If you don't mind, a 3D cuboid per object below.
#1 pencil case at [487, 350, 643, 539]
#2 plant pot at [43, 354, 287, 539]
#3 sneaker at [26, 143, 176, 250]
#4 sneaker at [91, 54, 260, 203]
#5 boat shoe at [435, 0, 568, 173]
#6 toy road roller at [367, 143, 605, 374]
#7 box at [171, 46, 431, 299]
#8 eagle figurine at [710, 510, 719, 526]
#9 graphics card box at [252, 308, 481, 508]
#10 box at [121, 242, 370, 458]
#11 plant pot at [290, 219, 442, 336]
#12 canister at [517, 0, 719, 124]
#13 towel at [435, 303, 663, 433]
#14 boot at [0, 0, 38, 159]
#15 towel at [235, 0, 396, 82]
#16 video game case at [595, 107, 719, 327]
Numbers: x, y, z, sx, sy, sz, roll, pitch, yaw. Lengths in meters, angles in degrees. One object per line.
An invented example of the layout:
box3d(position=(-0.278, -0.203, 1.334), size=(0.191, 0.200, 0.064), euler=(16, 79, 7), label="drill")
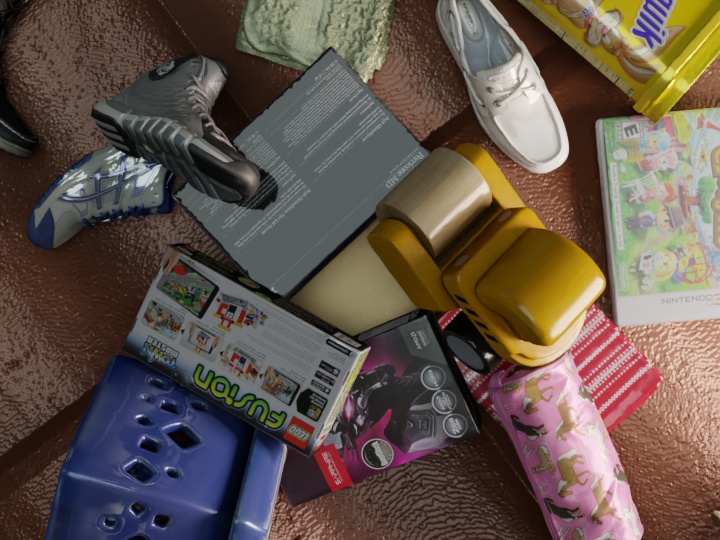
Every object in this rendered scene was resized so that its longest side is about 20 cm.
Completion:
box3d(position=(0.186, 0.171, 1.237), size=(0.083, 0.087, 0.200), euler=(-20, 95, 31), label="pencil case")
box3d(position=(-0.172, 0.220, 1.196), size=(0.180, 0.200, 0.200), euler=(16, 116, -4), label="plant pot")
box3d(position=(-0.225, -0.077, 1.286), size=(0.200, 0.075, 0.088), euler=(-41, 88, 2), label="sneaker")
box3d(position=(-0.141, -0.141, 1.200), size=(0.200, 0.075, 0.116), euler=(27, 66, 33), label="sneaker")
box3d(position=(0.131, -0.182, 1.272), size=(0.071, 0.069, 0.200), euler=(-32, 89, 0), label="boat shoe")
box3d(position=(0.119, -0.008, 1.161), size=(0.123, 0.146, 0.200), euler=(-45, 108, -19), label="toy road roller")
box3d(position=(-0.050, -0.083, 1.249), size=(0.200, 0.079, 0.141), euler=(-42, 85, 2), label="box")
box3d(position=(0.427, 0.216, 1.242), size=(0.200, 0.151, 0.152), euler=(-45, 132, -27), label="eagle figurine")
box3d(position=(-0.001, 0.128, 1.262), size=(0.200, 0.051, 0.126), euler=(-23, 97, 11), label="graphics card box")
box3d(position=(-0.104, 0.069, 1.203), size=(0.200, 0.035, 0.110), euler=(29, 102, 11), label="box")
box3d(position=(0.000, 0.000, 1.298), size=(0.200, 0.027, 0.200), euler=(0, 88, 3), label="plant pot")
box3d(position=(0.247, -0.256, 1.254), size=(0.200, 0.087, 0.149), euler=(41, 80, 4), label="canister")
box3d(position=(0.172, 0.084, 1.279), size=(0.145, 0.022, 0.200), euler=(-45, 94, 1), label="towel")
box3d(position=(-0.350, -0.222, 1.290), size=(0.204, 0.073, 0.154), euler=(45, 96, 6), label="boot")
box3d(position=(-0.031, -0.289, 1.299), size=(0.148, 0.036, 0.200), euler=(13, 90, 2), label="towel")
box3d(position=(0.323, -0.053, 1.286), size=(0.182, 0.022, 0.200), euler=(-5, 89, 2), label="video game case")
